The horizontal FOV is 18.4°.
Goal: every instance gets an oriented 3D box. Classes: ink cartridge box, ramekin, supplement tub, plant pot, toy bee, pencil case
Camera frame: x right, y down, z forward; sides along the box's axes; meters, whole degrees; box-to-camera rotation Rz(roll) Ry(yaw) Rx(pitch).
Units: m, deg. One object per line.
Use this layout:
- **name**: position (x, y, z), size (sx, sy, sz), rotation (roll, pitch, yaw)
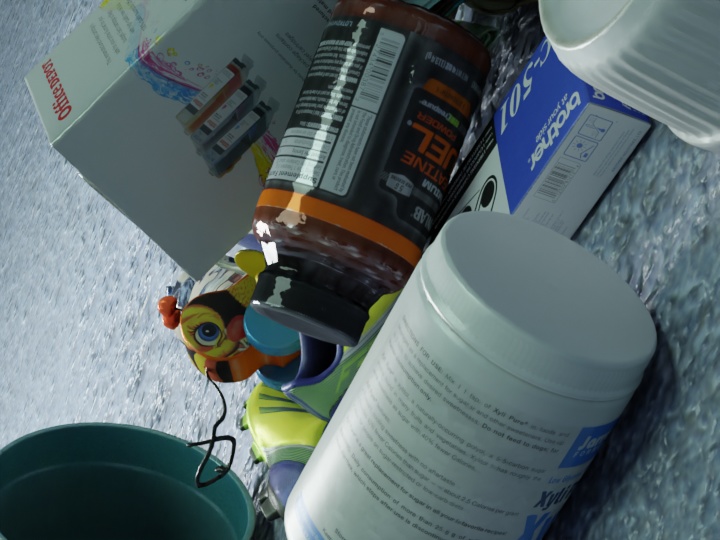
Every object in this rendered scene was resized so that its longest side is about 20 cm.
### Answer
- **ink cartridge box**: position (-0.098, -0.126, 1.462), size (0.200, 0.145, 0.145), rotation (-42, 27, 5)
- **ramekin**: position (0.172, -0.169, 1.112), size (0.200, 0.105, 0.201), rotation (-53, 26, 41)
- **supplement tub**: position (0.054, 0.085, 1.167), size (0.201, 0.131, 0.132), rotation (-61, 22, 28)
- **plant pot**: position (-0.188, 0.245, 1.620), size (0.200, 0.199, 0.189), rotation (-108, 25, -59)
- **toy bee**: position (-0.078, 0.032, 1.491), size (0.200, 0.108, 0.131), rotation (-37, -29, -40)
- **supplement tub**: position (0.000, -0.058, 1.344), size (0.107, 0.107, 0.201), rotation (-1, 67, 70)
- **pencil case**: position (-0.088, 0.028, 1.671), size (0.090, 0.078, 0.200), rotation (68, 163, -9)
- **ink cartridge box**: position (0.096, -0.050, 1.302), size (0.200, 0.044, 0.094), rotation (-57, 25, 36)

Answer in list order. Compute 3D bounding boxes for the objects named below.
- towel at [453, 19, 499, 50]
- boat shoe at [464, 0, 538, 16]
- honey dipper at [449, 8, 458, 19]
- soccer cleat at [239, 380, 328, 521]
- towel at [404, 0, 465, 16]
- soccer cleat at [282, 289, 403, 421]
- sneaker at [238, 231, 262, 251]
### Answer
- **towel**: position (-0.002, -0.117, 1.496), size (0.153, 0.023, 0.200), rotation (-51, 26, -7)
- **boat shoe**: position (0.090, -0.191, 1.411), size (0.200, 0.073, 0.063), rotation (1, 68, 62)
- **honey dipper**: position (0.059, -0.176, 1.532), size (0.038, 0.038, 0.201), rotation (-5, 66, 69)
- **soccer cleat**: position (-0.031, 0.119, 1.503), size (0.084, 0.065, 0.200), rotation (-37, 21, 6)
- **towel**: position (0.057, -0.253, 1.402), size (0.147, 0.022, 0.201), rotation (-36, 45, 57)
- **soccer cleat**: position (0.000, 0.000, 1.437), size (0.065, 0.083, 0.201), rotation (-25, 49, 64)
- **sneaker**: position (-0.024, -0.075, 1.620), size (0.199, 0.080, 0.116), rotation (-19, 51, 58)
